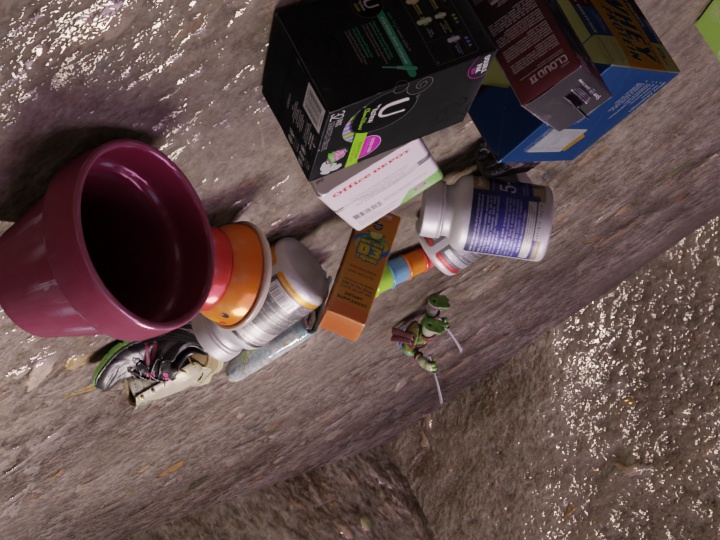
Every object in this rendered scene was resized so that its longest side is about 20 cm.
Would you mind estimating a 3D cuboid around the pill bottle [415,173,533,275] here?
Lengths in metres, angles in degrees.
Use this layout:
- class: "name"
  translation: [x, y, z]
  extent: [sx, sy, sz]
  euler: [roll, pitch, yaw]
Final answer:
- class: "pill bottle"
  translation: [0.201, -0.090, 1.828]
  extent: [0.199, 0.117, 0.116]
  euler: [-34, 164, 20]

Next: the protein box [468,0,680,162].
- class: "protein box"
  translation: [0.264, -0.251, 1.398]
  extent: [0.199, 0.136, 0.198]
  euler: [-9, 155, -50]

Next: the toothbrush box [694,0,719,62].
- class: "toothbrush box"
  translation: [0.611, -0.409, 1.599]
  extent: [0.144, 0.087, 0.200]
  euler: [-23, 164, -18]

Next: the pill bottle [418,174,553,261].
- class: "pill bottle"
  translation: [0.195, -0.086, 1.701]
  extent: [0.197, 0.121, 0.120]
  euler: [8, 160, -2]

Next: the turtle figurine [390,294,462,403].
- class: "turtle figurine"
  translation: [0.179, 0.156, 2.478]
  extent: [0.143, 0.200, 0.195]
  euler: [-37, 161, -29]

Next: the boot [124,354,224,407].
- class: "boot"
  translation: [-0.316, 0.163, 1.816]
  extent: [0.153, 0.073, 0.200]
  euler: [-18, 162, -27]

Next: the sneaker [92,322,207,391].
- class: "sneaker"
  translation: [-0.325, 0.140, 1.694]
  extent: [0.198, 0.085, 0.077]
  euler: [-27, 164, -8]

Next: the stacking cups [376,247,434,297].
- class: "stacking cups"
  translation: [0.065, -0.002, 1.992]
  extent: [0.198, 0.061, 0.061]
  euler: [-26, 165, -25]

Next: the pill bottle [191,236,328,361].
- class: "pill bottle"
  translation: [-0.154, 0.048, 1.644]
  extent: [0.199, 0.117, 0.116]
  euler: [-34, 163, 21]

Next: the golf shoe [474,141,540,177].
- class: "golf shoe"
  translation: [0.272, -0.203, 1.695]
  extent: [0.197, 0.079, 0.094]
  euler: [-19, 169, 5]

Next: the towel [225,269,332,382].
- class: "towel"
  translation: [-0.129, 0.087, 1.770]
  extent: [0.170, 0.048, 0.201]
  euler: [-36, -164, 25]

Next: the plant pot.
- class: "plant pot"
  translation: [-0.280, -0.013, 1.133]
  extent: [0.177, 0.203, 0.199]
  euler: [-19, 171, 31]

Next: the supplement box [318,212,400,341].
- class: "supplement box"
  translation: [0.000, 0.000, 1.644]
  extent: [0.069, 0.066, 0.202]
  euler: [117, -7, -58]

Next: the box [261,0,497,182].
- class: "box"
  translation: [0.016, -0.207, 1.127]
  extent: [0.198, 0.125, 0.149]
  euler: [-23, 164, -20]

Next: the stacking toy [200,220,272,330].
- class: "stacking toy"
  translation: [-0.226, -0.007, 1.396]
  extent: [0.198, 0.148, 0.146]
  euler: [13, 140, -40]

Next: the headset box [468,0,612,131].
- class: "headset box"
  translation: [0.186, -0.246, 1.159]
  extent: [0.077, 0.202, 0.148]
  euler: [-33, 163, 20]

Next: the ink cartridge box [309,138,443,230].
- class: "ink cartridge box"
  translation: [0.014, -0.140, 1.406]
  extent: [0.144, 0.085, 0.200]
  euler: [-31, 165, 7]
